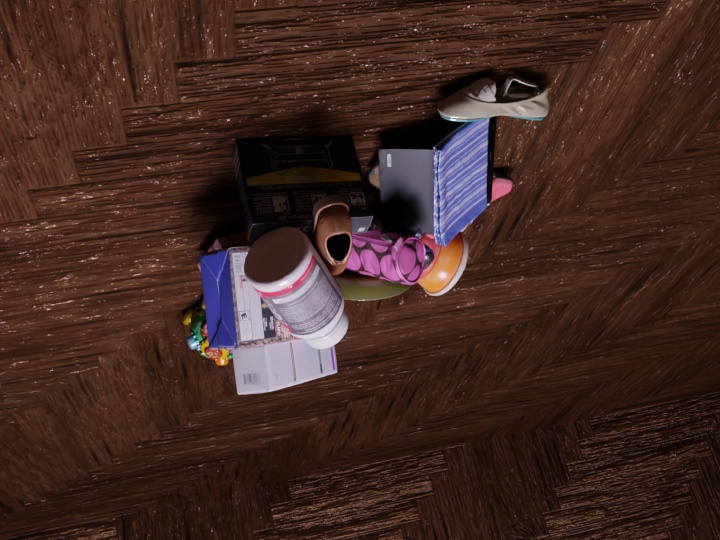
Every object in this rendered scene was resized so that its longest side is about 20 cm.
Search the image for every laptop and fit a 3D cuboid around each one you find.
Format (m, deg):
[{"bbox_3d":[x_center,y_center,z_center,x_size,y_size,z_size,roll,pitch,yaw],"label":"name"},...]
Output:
[{"bbox_3d":[0.136,-0.163,1.438,0.199,0.103,0.179,-38,141,-32],"label":"laptop"}]

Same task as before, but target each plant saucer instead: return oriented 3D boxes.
[{"bbox_3d":[0.000,0.000,1.536,0.197,0.200,0.032,-6,115,-17],"label":"plant saucer"}]

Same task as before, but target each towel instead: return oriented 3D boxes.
[{"bbox_3d":[0.171,-0.150,1.380,0.144,0.024,0.202,-39,141,-32],"label":"towel"}]

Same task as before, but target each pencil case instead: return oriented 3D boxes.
[{"bbox_3d":[0.019,-0.037,1.440,0.198,0.092,0.093,10,162,43],"label":"pencil case"}]

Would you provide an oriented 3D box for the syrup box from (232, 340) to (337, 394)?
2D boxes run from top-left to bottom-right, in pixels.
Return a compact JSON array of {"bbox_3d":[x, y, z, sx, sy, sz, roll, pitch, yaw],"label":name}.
[{"bbox_3d":[-0.130,0.161,1.476,0.078,0.083,0.199,-9,177,33],"label":"syrup box"}]

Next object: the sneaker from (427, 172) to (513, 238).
[{"bbox_3d":[0.201,-0.117,1.581,0.198,0.088,0.074,-20,155,9],"label":"sneaker"}]

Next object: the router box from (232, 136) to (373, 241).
[{"bbox_3d":[-0.093,-0.133,1.318,0.197,0.159,0.052,-4,152,-19],"label":"router box"}]

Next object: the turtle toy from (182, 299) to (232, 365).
[{"bbox_3d":[-0.285,0.127,1.739,0.145,0.102,0.199,34,132,-24],"label":"turtle toy"}]

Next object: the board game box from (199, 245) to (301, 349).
[{"bbox_3d":[-0.155,0.040,1.397,0.198,0.162,0.096,-5,179,-41],"label":"board game box"}]

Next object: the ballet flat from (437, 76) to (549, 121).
[{"bbox_3d":[0.215,-0.276,1.317,0.197,0.070,0.070,-6,153,-22],"label":"ballet flat"}]

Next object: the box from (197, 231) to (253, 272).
[{"bbox_3d":[-0.204,0.040,1.532,0.094,0.202,0.103,-17,161,-42],"label":"box"}]

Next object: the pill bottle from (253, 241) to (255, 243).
[{"bbox_3d":[-0.093,-0.110,1.418,0.197,0.110,0.109,-11,154,-8],"label":"pill bottle"}]

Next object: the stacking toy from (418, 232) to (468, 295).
[{"bbox_3d":[0.104,-0.049,1.661,0.198,0.148,0.146,24,138,-26],"label":"stacking toy"}]

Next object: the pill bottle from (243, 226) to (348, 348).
[{"bbox_3d":[-0.091,0.035,1.292,0.109,0.112,0.201,-20,138,11],"label":"pill bottle"}]

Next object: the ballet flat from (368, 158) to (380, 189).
[{"bbox_3d":[0.094,-0.157,1.483,0.198,0.072,0.065,18,151,-35],"label":"ballet flat"}]

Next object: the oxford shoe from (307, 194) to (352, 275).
[{"bbox_3d":[-0.043,-0.033,1.282,0.070,0.072,0.201,-13,155,-6],"label":"oxford shoe"}]

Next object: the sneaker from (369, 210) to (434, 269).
[{"bbox_3d":[0.080,-0.072,1.525,0.089,0.200,0.079,-36,129,-9],"label":"sneaker"}]
